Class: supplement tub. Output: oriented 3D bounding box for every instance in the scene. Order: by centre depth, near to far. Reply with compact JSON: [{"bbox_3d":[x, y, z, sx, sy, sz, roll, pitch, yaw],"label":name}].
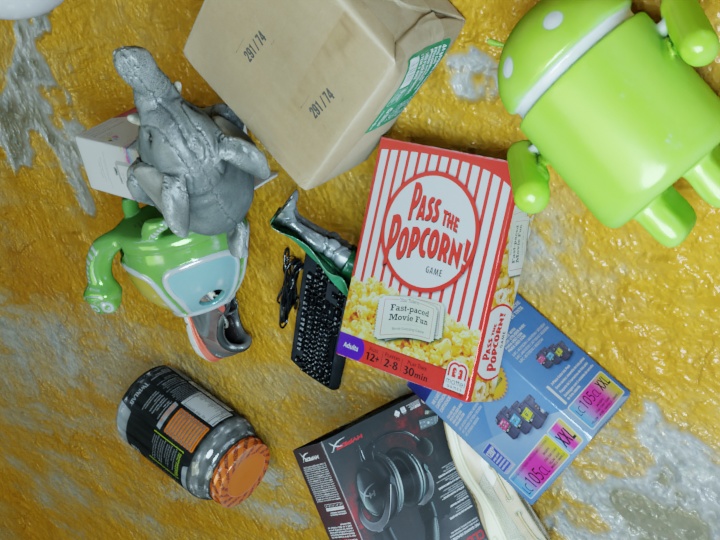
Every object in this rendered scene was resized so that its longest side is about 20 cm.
[{"bbox_3d":[-0.225,0.226,1.406,0.199,0.122,0.124,31,137,28],"label":"supplement tub"}]

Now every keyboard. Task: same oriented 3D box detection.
[{"bbox_3d":[-0.058,0.053,1.166,0.104,0.040,0.202,34,137,23],"label":"keyboard"}]

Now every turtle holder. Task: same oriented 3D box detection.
[{"bbox_3d":[-0.205,-0.015,1.149,0.140,0.185,0.133,12,125,39],"label":"turtle holder"}]

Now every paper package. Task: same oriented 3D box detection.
[{"bbox_3d":[-0.038,-0.201,0.901,0.191,0.103,0.200,48,141,5],"label":"paper package"}]

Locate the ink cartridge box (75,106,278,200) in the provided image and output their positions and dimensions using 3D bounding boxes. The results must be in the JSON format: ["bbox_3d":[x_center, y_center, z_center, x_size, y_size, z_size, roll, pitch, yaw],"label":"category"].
[{"bbox_3d":[-0.197,-0.124,1.116,0.198,0.116,0.068,16,129,37],"label":"ink cartridge box"}]

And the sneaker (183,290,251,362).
[{"bbox_3d":[-0.188,0.019,1.264,0.081,0.077,0.202,-7,121,34],"label":"sneaker"}]

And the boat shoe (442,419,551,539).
[{"bbox_3d":[0.138,0.204,1.058,0.064,0.072,0.202,-22,89,11],"label":"boat shoe"}]

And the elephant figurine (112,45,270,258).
[{"bbox_3d":[-0.155,-0.099,0.934,0.153,0.143,0.200,15,178,-8],"label":"elephant figurine"}]

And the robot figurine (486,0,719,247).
[{"bbox_3d":[0.177,-0.113,0.727,0.175,0.115,0.201,-43,83,30],"label":"robot figurine"}]

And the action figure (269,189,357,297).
[{"bbox_3d":[0.000,0.000,1.030,0.199,0.118,0.055,39,103,-9],"label":"action figure"}]

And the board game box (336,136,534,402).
[{"bbox_3d":[0.066,-0.004,0.906,0.150,0.046,0.203,15,95,39],"label":"board game box"}]

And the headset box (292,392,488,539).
[{"bbox_3d":[0.040,0.247,1.085,0.077,0.148,0.202,-30,82,58],"label":"headset box"}]

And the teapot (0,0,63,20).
[{"bbox_3d":[-0.424,-0.361,1.154,0.197,0.146,0.201,36,140,23],"label":"teapot"}]

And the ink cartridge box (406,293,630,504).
[{"bbox_3d":[0.131,0.101,0.974,0.200,0.076,0.137,44,141,16],"label":"ink cartridge box"}]
